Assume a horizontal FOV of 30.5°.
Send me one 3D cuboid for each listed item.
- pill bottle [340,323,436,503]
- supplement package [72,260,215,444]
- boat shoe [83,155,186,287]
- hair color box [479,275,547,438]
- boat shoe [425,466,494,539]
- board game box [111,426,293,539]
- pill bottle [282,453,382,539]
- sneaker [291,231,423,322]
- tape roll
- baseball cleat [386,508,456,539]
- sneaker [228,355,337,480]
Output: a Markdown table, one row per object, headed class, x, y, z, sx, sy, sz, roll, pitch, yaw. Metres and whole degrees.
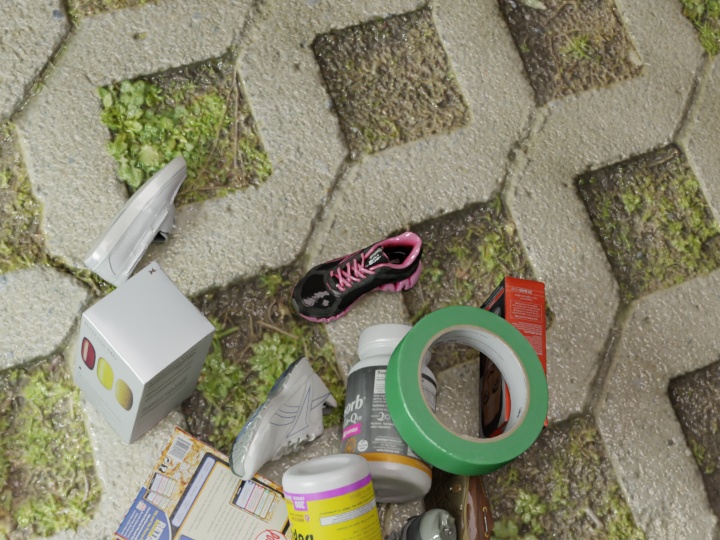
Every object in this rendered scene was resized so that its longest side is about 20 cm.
| class | x | y | z | sx | sy | sz | roll | pitch | yaw |
| --- | --- | --- | --- | --- | --- | --- | --- | --- | --- |
| pill bottle | 0.037 | 0.177 | 1.640 | 0.115 | 0.117 | 0.202 | 10 | 61 | -10 |
| supplement package | -0.257 | 0.099 | 1.547 | 0.109 | 0.200 | 0.114 | -38 | 78 | -28 |
| boat shoe | -0.274 | -0.063 | 1.704 | 0.068 | 0.072 | 0.201 | 44 | 52 | -16 |
| hair color box | 0.198 | 0.122 | 1.721 | 0.060 | 0.102 | 0.202 | 9 | 62 | -12 |
| boat shoe | 0.127 | 0.306 | 1.634 | 0.067 | 0.072 | 0.202 | 20 | 58 | -38 |
| board game box | -0.170 | 0.300 | 1.559 | 0.199 | 0.046 | 0.152 | 29 | 60 | 0 |
| pill bottle | -0.024 | 0.322 | 1.526 | 0.103 | 0.104 | 0.203 | -13 | 95 | -21 |
| sneaker | 0.000 | 0.000 | 1.731 | 0.198 | 0.096 | 0.080 | -24 | 74 | -23 |
| tape roll | 0.129 | 0.144 | 1.597 | 0.198 | 0.048 | 0.203 | 9 | 61 | -17 |
| baseball cleat | 0.063 | 0.380 | 1.553 | 0.070 | 0.106 | 0.201 | 42 | 45 | -27 |
| sneaker | -0.089 | 0.187 | 1.605 | 0.087 | 0.075 | 0.200 | 42 | 44 | -3 |
